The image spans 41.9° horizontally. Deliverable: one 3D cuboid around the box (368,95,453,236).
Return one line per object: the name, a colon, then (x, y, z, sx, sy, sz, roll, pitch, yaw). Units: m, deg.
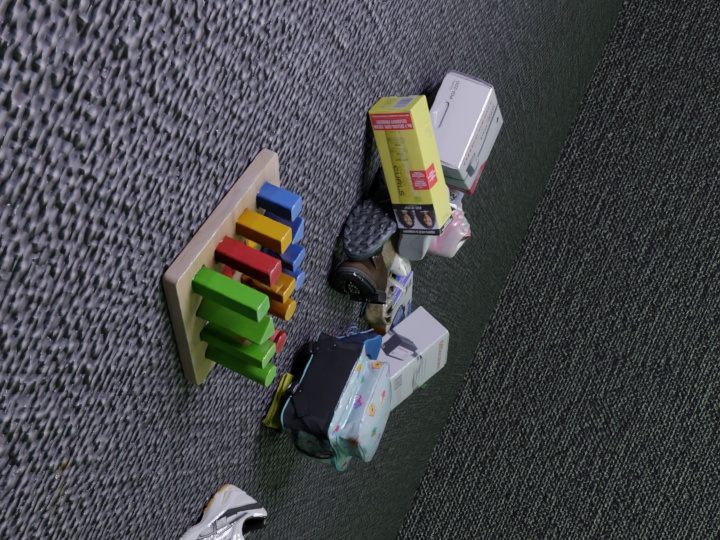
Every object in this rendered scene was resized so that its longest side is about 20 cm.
box: (0.074, -0.148, 1.346, 0.050, 0.074, 0.202, -49, 134, -45)

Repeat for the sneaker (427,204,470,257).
sneaker: (0.187, -0.120, 1.873, 0.202, 0.104, 0.075, -68, 163, -1)

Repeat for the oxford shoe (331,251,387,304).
oxford shoe: (0.000, 0.000, 1.487, 0.200, 0.072, 0.086, 40, 58, -77)

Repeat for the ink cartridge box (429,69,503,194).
ink cartridge box: (0.164, -0.222, 1.541, 0.147, 0.084, 0.200, -67, 164, -1)

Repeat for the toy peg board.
toy peg board: (-0.110, 0.014, 1.033, 0.200, 0.097, 0.201, -57, 163, -33)

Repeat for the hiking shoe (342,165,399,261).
hiking shoe: (0.035, -0.081, 1.446, 0.201, 0.074, 0.087, -58, 162, -31)

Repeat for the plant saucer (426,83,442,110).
plant saucer: (0.126, -0.240, 1.609, 0.201, 0.036, 0.201, -58, 162, -31)

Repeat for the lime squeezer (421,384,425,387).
lime squeezer: (0.052, 0.209, 1.973, 0.038, 0.071, 0.199, -48, 138, 15)

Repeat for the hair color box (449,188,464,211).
hair color box: (0.179, -0.200, 1.746, 0.202, 0.060, 0.099, -63, -172, -16)

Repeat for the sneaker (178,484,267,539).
sneaker: (-0.200, 0.386, 1.289, 0.201, 0.087, 0.076, -53, 162, -38)

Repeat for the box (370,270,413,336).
box: (0.061, 0.079, 1.850, 0.120, 0.041, 0.201, -59, 166, -26)

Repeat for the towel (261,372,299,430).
towel: (-0.108, 0.212, 1.499, 0.200, 0.018, 0.087, 46, 62, -73)

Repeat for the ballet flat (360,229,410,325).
ballet flat: (0.055, 0.011, 1.674, 0.071, 0.070, 0.202, -41, 150, -59)

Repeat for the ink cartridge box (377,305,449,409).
ink cartridge box: (0.072, 0.186, 1.836, 0.199, 0.084, 0.146, -37, 153, -21)

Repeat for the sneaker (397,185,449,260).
sneaker: (0.110, -0.118, 1.577, 0.201, 0.073, 0.119, 109, 0, -57)

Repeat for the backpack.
backpack: (-0.033, 0.214, 1.461, 0.201, 0.151, 0.177, 94, 14, -60)

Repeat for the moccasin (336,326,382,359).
moccasin: (-0.007, 0.131, 1.636, 0.200, 0.067, 0.081, 51, 56, -75)
